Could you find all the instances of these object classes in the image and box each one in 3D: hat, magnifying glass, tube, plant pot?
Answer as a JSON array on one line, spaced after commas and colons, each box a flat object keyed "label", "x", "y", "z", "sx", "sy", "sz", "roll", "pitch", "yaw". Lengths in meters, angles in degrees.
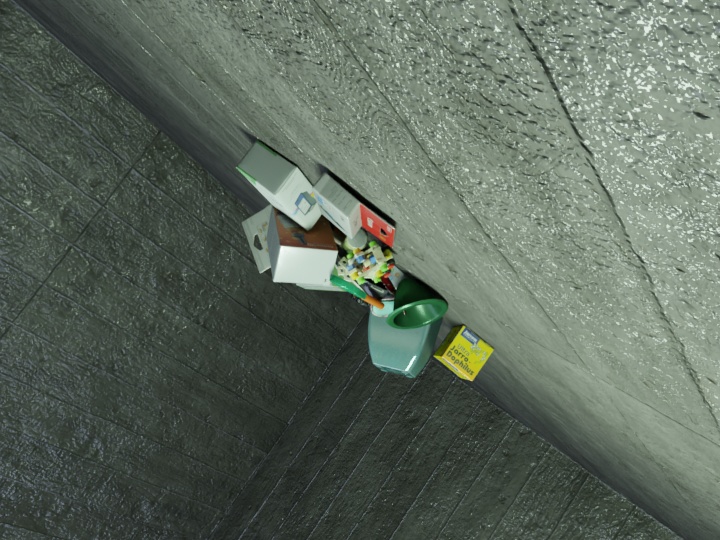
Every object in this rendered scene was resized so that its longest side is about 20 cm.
[{"label": "hat", "x": 0.122, "y": 0.035, "z": 1.553, "sx": 0.200, "sy": 0.162, "sz": 0.180, "roll": 38, "pitch": -146, "yaw": -58}, {"label": "magnifying glass", "x": -0.004, "y": 0.056, "z": 1.516, "sx": 0.079, "sy": 0.023, "sz": 0.199, "roll": 21, "pitch": 171, "yaw": 45}, {"label": "tube", "x": -0.016, "y": -0.072, "z": 1.535, "sx": 0.058, "sy": 0.052, "sz": 0.200, "roll": 39, "pitch": 175, "yaw": 1}, {"label": "plant pot", "x": 0.119, "y": 0.200, "z": 1.764, "sx": 0.191, "sy": 0.205, "sz": 0.197, "roll": 11, "pitch": 166, "yaw": 17}]

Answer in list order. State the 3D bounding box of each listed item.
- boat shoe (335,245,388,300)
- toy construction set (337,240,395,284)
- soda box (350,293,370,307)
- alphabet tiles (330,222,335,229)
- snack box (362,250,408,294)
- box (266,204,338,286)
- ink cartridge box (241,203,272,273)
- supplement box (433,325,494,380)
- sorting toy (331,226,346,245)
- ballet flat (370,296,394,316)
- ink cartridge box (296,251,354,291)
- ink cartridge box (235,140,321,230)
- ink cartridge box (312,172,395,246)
[{"label": "boat shoe", "x": 0.000, "y": 0.000, "z": 1.575, "sx": 0.200, "sy": 0.062, "sz": 0.073, "roll": 47, "pitch": -146, "yaw": -17}, {"label": "toy construction set", "x": 0.012, "y": -0.008, "z": 1.426, "sx": 0.094, "sy": 0.129, "sz": 0.200, "roll": 65, "pitch": 167, "yaw": 0}, {"label": "soda box", "x": 0.068, "y": 0.092, "z": 1.940, "sx": 0.197, "sy": 0.065, "sz": 0.070, "roll": 18, "pitch": -172, "yaw": -36}, {"label": "alphabet tiles", "x": -0.086, "y": -0.135, "z": 1.728, "sx": 0.165, "sy": 0.006, "sz": 0.200, "roll": 36, "pitch": 174, "yaw": 31}, {"label": "snack box", "x": 0.058, "y": 0.006, "z": 1.672, "sx": 0.141, "sy": 0.054, "sz": 0.200, "roll": 37, "pitch": 173, "yaw": -7}, {"label": "box", "x": -0.153, "y": -0.067, "z": 1.530, "sx": 0.148, "sy": 0.108, "sz": 0.202, "roll": 5, "pitch": -147, "yaw": -19}, {"label": "ink cartridge box", "x": -0.239, "y": -0.104, "z": 1.740, "sx": 0.203, "sy": 0.174, "sz": 0.045, "roll": 64, "pitch": -173, "yaw": 32}, {"label": "supplement box", "x": 0.292, "y": 0.237, "z": 1.721, "sx": 0.108, "sy": 0.111, "sz": 0.200, "roll": 37, "pitch": 174, "yaw": 5}, {"label": "sorting toy", "x": -0.086, "y": -0.111, "z": 1.736, "sx": 0.184, "sy": 0.037, "sz": 0.200, "roll": 37, "pitch": 179, "yaw": 18}, {"label": "ballet flat", "x": 0.124, "y": 0.094, "z": 1.650, "sx": 0.194, "sy": 0.071, "sz": 0.071, "roll": -1, "pitch": -162, "yaw": 6}, {"label": "ink cartridge box", "x": -0.083, "y": 0.000, "z": 1.710, "sx": 0.195, "sy": 0.107, "sz": 0.059, "roll": 1, "pitch": 167, "yaw": 27}, {"label": "ink cartridge box", "x": -0.184, "y": -0.198, "z": 1.431, "sx": 0.144, "sy": 0.088, "sz": 0.200, "roll": 35, "pitch": 173, "yaw": 27}, {"label": "ink cartridge box", "x": -0.012, "y": -0.103, "z": 1.222, "sx": 0.175, "sy": 0.045, "sz": 0.200, "roll": 39, "pitch": 175, "yaw": 6}]
